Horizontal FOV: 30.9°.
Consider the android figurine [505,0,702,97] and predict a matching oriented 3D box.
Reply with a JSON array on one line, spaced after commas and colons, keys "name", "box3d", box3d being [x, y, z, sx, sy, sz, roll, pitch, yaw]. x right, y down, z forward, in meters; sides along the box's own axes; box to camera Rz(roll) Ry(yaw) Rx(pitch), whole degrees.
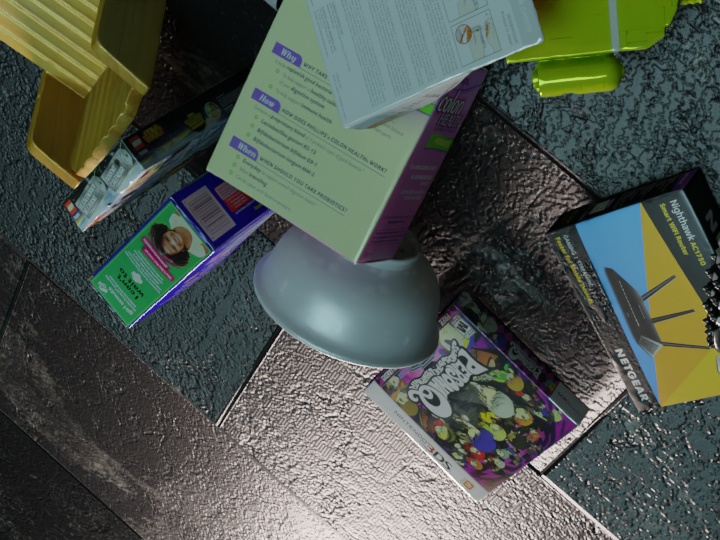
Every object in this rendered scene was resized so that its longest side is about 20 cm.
[{"name": "android figurine", "box3d": [0.175, -0.234, 1.044, 0.198, 0.041, 0.184, -6, 97, 13]}]

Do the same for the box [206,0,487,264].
[{"name": "box", "box3d": [-0.013, -0.137, 1.190, 0.175, 0.097, 0.201, 31, 105, 18]}]

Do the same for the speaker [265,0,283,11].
[{"name": "speaker", "box3d": [-0.125, -0.331, 1.211, 0.200, 0.081, 0.081, 41, 135, 6]}]

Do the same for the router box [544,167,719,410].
[{"name": "router box", "box3d": [0.278, 0.021, 1.185, 0.148, 0.051, 0.201, -19, 107, 41]}]

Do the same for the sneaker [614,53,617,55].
[{"name": "sneaker", "box3d": [0.129, -0.207, 1.116, 0.198, 0.076, 0.076, 13, 125, 28]}]

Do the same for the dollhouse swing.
[{"name": "dollhouse swing", "box3d": [-0.326, -0.229, 1.360, 0.175, 0.183, 0.200, 22, 142, -26]}]

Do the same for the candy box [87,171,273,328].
[{"name": "candy box", "box3d": [-0.173, -0.042, 1.387, 0.077, 0.169, 0.200, 50, 135, -1]}]

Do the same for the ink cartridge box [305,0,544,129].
[{"name": "ink cartridge box", "box3d": [0.050, -0.225, 1.065, 0.199, 0.050, 0.164, -19, 85, 31]}]

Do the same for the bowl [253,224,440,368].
[{"name": "bowl", "box3d": [0.000, 0.000, 1.287, 0.200, 0.201, 0.091, 30, 120, 15]}]

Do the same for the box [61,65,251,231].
[{"name": "box", "box3d": [-0.197, -0.125, 1.323, 0.040, 0.200, 0.137, 52, 134, -2]}]

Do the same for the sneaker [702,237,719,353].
[{"name": "sneaker", "box3d": [0.340, -0.021, 1.073, 0.089, 0.067, 0.202, 11, 105, 4]}]

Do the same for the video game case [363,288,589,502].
[{"name": "video game case", "box3d": [0.119, 0.138, 1.397, 0.181, 0.036, 0.200, 44, 135, 1]}]
